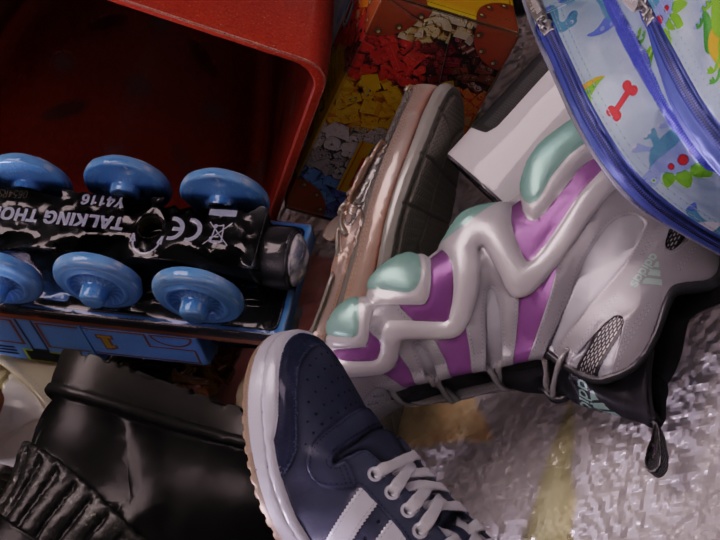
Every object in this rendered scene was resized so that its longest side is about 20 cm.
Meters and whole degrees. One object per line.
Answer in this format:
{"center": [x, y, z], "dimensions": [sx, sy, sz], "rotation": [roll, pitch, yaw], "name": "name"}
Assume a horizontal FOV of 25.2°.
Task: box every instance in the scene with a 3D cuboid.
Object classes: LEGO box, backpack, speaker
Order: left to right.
{"center": [0.015, -0.144, 0.902], "dimensions": [0.200, 0.077, 0.149], "rotation": [-93, 24, -46], "name": "LEGO box"}
{"center": [0.137, -0.102, 0.771], "dimensions": [0.200, 0.081, 0.081], "rotation": [-48, 34, 4], "name": "speaker"}
{"center": [0.170, -0.083, 0.628], "dimensions": [0.147, 0.183, 0.200], "rotation": [-48, 37, 28], "name": "backpack"}

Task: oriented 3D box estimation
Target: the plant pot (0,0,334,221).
{"center": [-0.114, -0.137, 0.863], "dimensions": [0.200, 0.200, 0.176], "rotation": [115, 172, -54], "name": "plant pot"}

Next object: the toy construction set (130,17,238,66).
{"center": [-0.115, -0.108, 1.032], "dimensions": [0.200, 0.131, 0.092], "rotation": [-22, 29, 30], "name": "toy construction set"}

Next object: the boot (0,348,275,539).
{"center": [-0.077, 0.141, 0.718], "dimensions": [0.211, 0.079, 0.158], "rotation": [19, 73, 10], "name": "boot"}

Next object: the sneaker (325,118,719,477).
{"center": [0.075, 0.040, 0.686], "dimensions": [0.200, 0.078, 0.140], "rotation": [-42, 67, 11], "name": "sneaker"}

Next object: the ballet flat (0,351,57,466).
{"center": [-0.199, 0.072, 0.891], "dimensions": [0.200, 0.069, 0.070], "rotation": [31, 82, 35], "name": "ballet flat"}

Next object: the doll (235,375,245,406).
{"center": [-0.074, 0.132, 0.806], "dimensions": [0.136, 0.048, 0.200], "rotation": [6, 57, 25], "name": "doll"}

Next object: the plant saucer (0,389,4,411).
{"center": [-0.219, 0.129, 0.783], "dimensions": [0.200, 0.037, 0.200], "rotation": [-159, 90, -79], "name": "plant saucer"}

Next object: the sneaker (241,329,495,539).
{"center": [0.030, 0.109, 0.629], "dimensions": [0.108, 0.070, 0.200], "rotation": [-19, 89, 33], "name": "sneaker"}

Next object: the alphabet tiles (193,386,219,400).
{"center": [-0.136, 0.151, 0.906], "dimensions": [0.200, 0.006, 0.167], "rotation": [-29, 40, 29], "name": "alphabet tiles"}

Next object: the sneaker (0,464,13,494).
{"center": [-0.244, 0.139, 0.983], "dimensions": [0.200, 0.075, 0.106], "rotation": [-36, 31, 4], "name": "sneaker"}

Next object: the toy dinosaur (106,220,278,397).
{"center": [-0.109, 0.022, 0.933], "dimensions": [0.136, 0.102, 0.200], "rotation": [-17, 23, 17], "name": "toy dinosaur"}

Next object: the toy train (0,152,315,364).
{"center": [-0.118, -0.001, 0.830], "dimensions": [0.200, 0.114, 0.087], "rotation": [5, 60, 13], "name": "toy train"}

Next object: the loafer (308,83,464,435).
{"center": [0.000, 0.000, 0.793], "dimensions": [0.063, 0.072, 0.200], "rotation": [11, 82, 21], "name": "loafer"}
